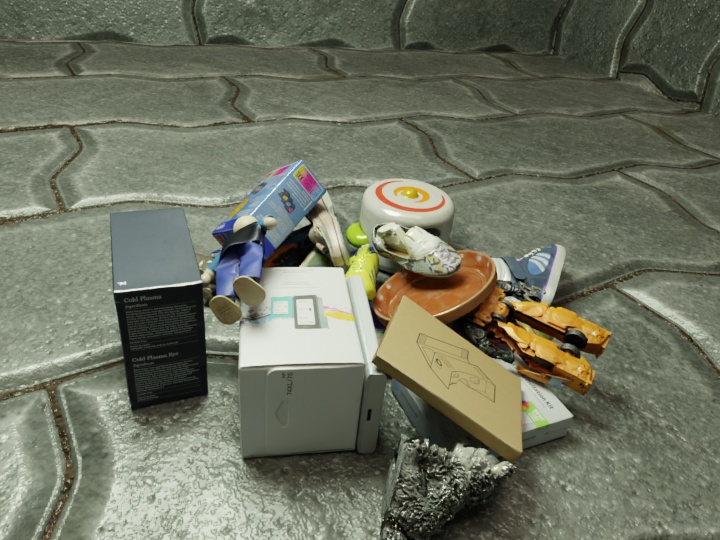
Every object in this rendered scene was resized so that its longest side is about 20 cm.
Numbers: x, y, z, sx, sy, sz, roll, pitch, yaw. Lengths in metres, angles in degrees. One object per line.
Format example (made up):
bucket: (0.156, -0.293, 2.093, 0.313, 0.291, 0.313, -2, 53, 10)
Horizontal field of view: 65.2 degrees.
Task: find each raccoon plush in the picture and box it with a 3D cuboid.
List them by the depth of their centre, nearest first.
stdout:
raccoon plush: (0.089, 0.271, 0.605, 0.132, 0.097, 0.202, 17, 63, 1)

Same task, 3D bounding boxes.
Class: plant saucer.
plant saucer: (0.115, 0.032, 0.870, 0.197, 0.033, 0.201, -20, 23, 8)

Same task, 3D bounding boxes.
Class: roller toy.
roller toy: (0.089, -0.094, 1.093, 0.181, 0.142, 0.199, 24, 36, 25)

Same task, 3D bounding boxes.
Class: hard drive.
hard drive: (0.000, 0.118, 0.752, 0.026, 0.134, 0.201, 1, 33, -9)

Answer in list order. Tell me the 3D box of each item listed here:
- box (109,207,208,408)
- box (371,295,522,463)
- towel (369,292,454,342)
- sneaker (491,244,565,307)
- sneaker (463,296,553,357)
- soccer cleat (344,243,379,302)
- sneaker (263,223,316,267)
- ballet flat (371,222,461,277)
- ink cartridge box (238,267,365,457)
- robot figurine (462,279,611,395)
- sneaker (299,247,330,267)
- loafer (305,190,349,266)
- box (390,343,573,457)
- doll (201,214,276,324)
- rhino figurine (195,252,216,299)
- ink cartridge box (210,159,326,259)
box: (-0.275, 0.043, 0.768, 0.102, 0.184, 0.201, -8, 36, -21)
box: (0.115, 0.126, 0.701, 0.199, 0.021, 0.164, 36, 25, 0)
towel: (0.074, 0.080, 0.889, 0.141, 0.023, 0.201, -9, 29, 8)
sneaker: (0.295, -0.007, 1.053, 0.145, 0.081, 0.201, 21, 40, 13)
sneaker: (0.212, 0.076, 0.915, 0.198, 0.079, 0.090, 23, 42, 27)
soccer cleat: (-0.001, 0.000, 0.934, 0.064, 0.085, 0.200, 9, 11, 2)
sneaker: (-0.125, -0.051, 1.049, 0.078, 0.076, 0.199, 22, 33, 28)
ballet flat: (0.079, -0.041, 0.918, 0.071, 0.073, 0.199, -15, 21, -30)
ink cartridge box: (-0.084, 0.111, 0.732, 0.143, 0.149, 0.201, 0, 33, -10)
robot figurine: (0.247, 0.093, 0.818, 0.198, 0.059, 0.145, 25, 55, 23)
sneaker: (-0.073, 0.034, 0.943, 0.089, 0.068, 0.201, 26, 32, 6)
loafer: (-0.065, -0.067, 0.981, 0.062, 0.073, 0.201, -17, 39, -2)
box: (0.163, 0.181, 0.774, 0.197, 0.042, 0.156, -7, 35, -23)
doll: (-0.158, -0.016, 0.734, 0.136, 0.048, 0.201, -36, 29, 16)
rhino figurine: (-0.252, 0.007, 0.943, 0.197, 0.061, 0.088, 10, 21, -2)
ink cartridge box: (-0.168, -0.088, 0.966, 0.201, 0.076, 0.136, -53, 25, -23)
